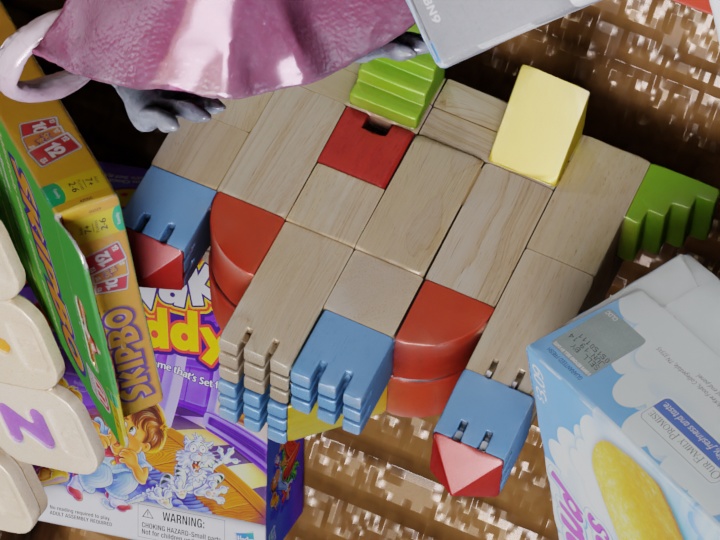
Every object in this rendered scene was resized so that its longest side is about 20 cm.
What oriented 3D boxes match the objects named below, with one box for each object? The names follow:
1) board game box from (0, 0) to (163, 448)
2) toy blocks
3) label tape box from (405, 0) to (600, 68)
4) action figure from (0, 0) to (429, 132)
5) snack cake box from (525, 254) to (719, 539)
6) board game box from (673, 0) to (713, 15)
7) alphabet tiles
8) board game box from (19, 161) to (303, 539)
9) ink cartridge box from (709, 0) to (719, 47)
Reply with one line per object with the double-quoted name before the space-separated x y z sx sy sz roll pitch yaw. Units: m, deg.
"board game box" -0.113 -0.036 1.014 0.030 0.200 0.096 -20 135 -11
"toy blocks" 0.000 0.000 1.001 0.200 0.137 0.100 23 151 11
"label tape box" 0.120 -0.132 0.846 0.200 0.143 0.066 -18 97 39
"action figure" -0.042 -0.152 0.895 0.149 0.134 0.200 7 119 41
"snack cake box" 0.121 0.108 0.962 0.115 0.067 0.200 43 155 43
"board game box" 0.173 -0.159 0.916 0.153 0.040 0.200 23 121 26
"alphabet tiles" -0.181 0.011 1.065 0.195 0.015 0.200 8 134 35
"board game box" -0.120 0.025 1.127 0.199 0.045 0.135 10 117 15
"ink cartridge box" 0.180 -0.006 0.911 0.109 0.050 0.200 3 114 46
